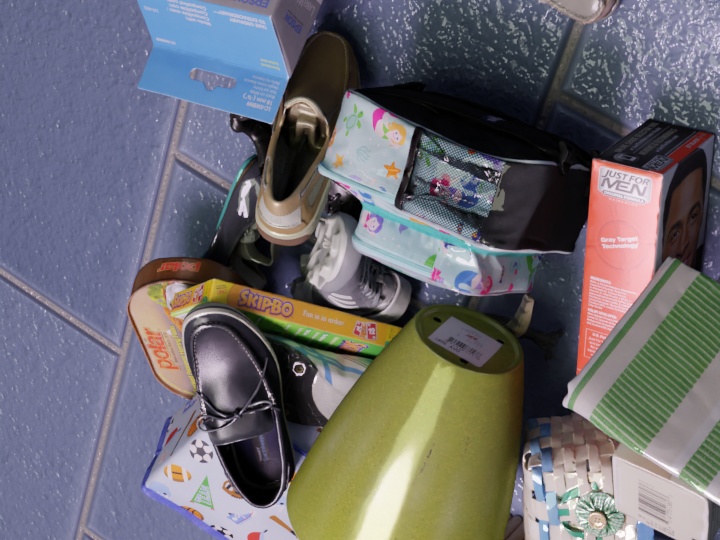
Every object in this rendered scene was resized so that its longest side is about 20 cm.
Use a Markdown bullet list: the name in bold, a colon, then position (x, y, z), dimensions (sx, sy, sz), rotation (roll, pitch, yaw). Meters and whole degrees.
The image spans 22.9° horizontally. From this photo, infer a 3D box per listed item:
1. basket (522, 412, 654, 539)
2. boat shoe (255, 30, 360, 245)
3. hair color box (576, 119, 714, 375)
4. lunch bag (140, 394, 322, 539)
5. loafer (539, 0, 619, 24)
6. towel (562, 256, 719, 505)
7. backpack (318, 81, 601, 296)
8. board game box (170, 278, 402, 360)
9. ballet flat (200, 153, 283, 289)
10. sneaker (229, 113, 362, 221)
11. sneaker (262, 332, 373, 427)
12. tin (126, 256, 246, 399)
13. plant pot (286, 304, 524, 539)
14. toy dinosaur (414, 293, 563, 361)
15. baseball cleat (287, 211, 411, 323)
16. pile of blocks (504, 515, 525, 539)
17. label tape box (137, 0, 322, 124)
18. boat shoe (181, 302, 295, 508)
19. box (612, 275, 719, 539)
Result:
- **basket**: position (0.233, 0.194, 1.455), dimensions (0.199, 0.139, 0.177), rotation (-6, 113, 0)
- **boat shoe**: position (-0.041, -0.122, 1.451), dimensions (0.071, 0.201, 0.076), rotation (6, 152, 5)
- **hair color box**: position (0.220, -0.004, 1.380), dimensions (0.061, 0.101, 0.201), rotation (16, 121, 29)
- **lunch bag**: position (-0.071, 0.181, 1.656), dimensions (0.200, 0.124, 0.170), rotation (36, 130, -15)
- **loafer**: position (0.116, -0.265, 1.352), dimensions (0.200, 0.063, 0.072), rotation (52, 129, 3)
- **towel**: position (0.262, 0.090, 1.259), dimensions (0.200, 0.153, 0.023), rotation (32, 158, 25)
- **backpack**: position (0.069, -0.068, 1.400), dimensions (0.200, 0.177, 0.151), rotation (29, 104, 23)
- **board game box**: position (-0.057, 0.047, 1.552), dimensions (0.095, 0.199, 0.030), rotation (-18, 57, 62)
- **ballet flat**: position (-0.111, -0.016, 1.629), dimensions (0.073, 0.073, 0.200), rotation (40, 126, 13)
- **sneaker**: position (-0.041, -0.083, 1.525), dimensions (0.200, 0.090, 0.066), rotation (50, 145, 6)
- **sneaker**: position (-0.021, 0.102, 1.573), dimensions (0.199, 0.073, 0.072), rotation (23, 116, -13)
- **tin**: position (-0.149, 0.057, 1.649), dimensions (0.111, 0.042, 0.200), rotation (-3, 143, 8)
- **plant pot**: position (0.057, 0.136, 1.443), dimensions (0.187, 0.187, 0.201), rotation (32, 122, 18)
- **toy dinosaur**: position (0.115, 0.057, 1.496), dimensions (0.088, 0.048, 0.200), rotation (27, 160, -24)
- **baseball cleat**: position (0.000, 0.000, 1.519), dimensions (0.106, 0.070, 0.200), rotation (12, 168, -9)
- **pile of blocks**: position (0.144, 0.268, 1.590), dimensions (0.199, 0.062, 0.082), rotation (23, 123, 25)
- **label tape box**: position (-0.104, -0.236, 1.448), dimensions (0.144, 0.063, 0.201), rotation (16, 80, 28)
- **boat shoe**: position (-0.101, 0.117, 1.502), dimensions (0.074, 0.062, 0.201), rotation (-11, 119, 8)
- **box**: position (0.269, 0.096, 1.322), dimensions (0.078, 0.200, 0.095), rotation (24, 153, 24)
